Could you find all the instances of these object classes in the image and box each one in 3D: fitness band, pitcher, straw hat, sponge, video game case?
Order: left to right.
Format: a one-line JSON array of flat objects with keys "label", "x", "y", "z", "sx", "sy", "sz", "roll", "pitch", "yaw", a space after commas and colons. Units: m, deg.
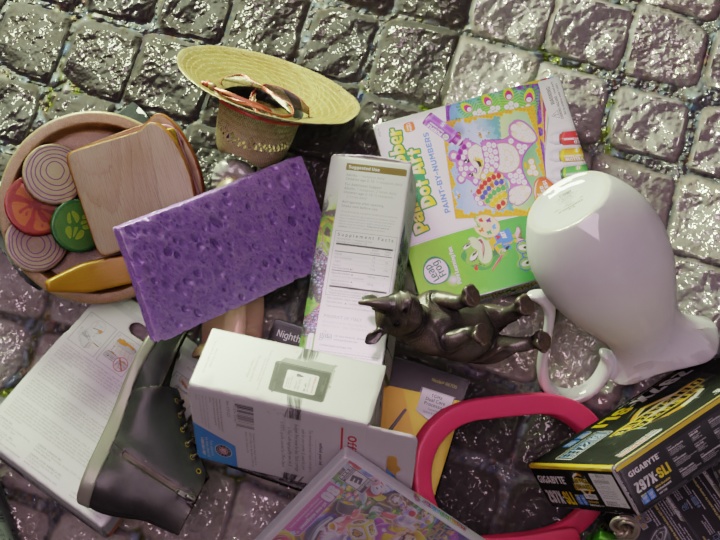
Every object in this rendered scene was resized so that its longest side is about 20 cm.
[{"label": "sponge", "x": -0.125, "y": -0.023, "z": 1.042, "sx": 0.199, "sy": 0.030, "sz": 0.112, "roll": -24, "pitch": 104, "yaw": -27}, {"label": "straw hat", "x": -0.103, "y": -0.148, "z": 1.097, "sx": 0.200, "sy": 0.201, "sz": 0.086, "roll": 23, "pitch": 114, "yaw": 10}, {"label": "video game case", "x": 0.022, "y": 0.254, "z": 0.974, "sx": 0.200, "sy": 0.018, "sz": 0.143, "roll": 36, "pitch": 114, "yaw": -14}, {"label": "fitness band", "x": 0.140, "y": 0.187, "z": 1.016, "sx": 0.199, "sy": 0.037, "sz": 0.145, "roll": -3, "pitch": 81, "yaw": -15}, {"label": "pitcher", "x": 0.212, "y": 0.024, "z": 1.009, "sx": 0.171, "sy": 0.121, "sz": 0.200, "roll": -32, "pitch": 118, "yaw": 9}]

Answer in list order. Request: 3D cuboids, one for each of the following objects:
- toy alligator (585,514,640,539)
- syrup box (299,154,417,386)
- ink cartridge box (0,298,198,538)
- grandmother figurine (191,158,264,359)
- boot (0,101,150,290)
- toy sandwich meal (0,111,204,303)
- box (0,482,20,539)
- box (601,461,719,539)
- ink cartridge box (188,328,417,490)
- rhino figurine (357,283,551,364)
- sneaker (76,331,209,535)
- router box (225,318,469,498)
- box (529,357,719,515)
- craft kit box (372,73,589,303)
[{"label": "toy alligator", "x": 0.209, "y": 0.249, "z": 0.965, "sx": 0.059, "sy": 0.201, "sz": 0.054, "roll": 21, "pitch": 48, "yaw": 8}, {"label": "syrup box", "x": 0.000, "y": 0.000, "z": 1.031, "sx": 0.081, "sy": 0.079, "sz": 0.201, "roll": 6, "pitch": 75, "yaw": 7}, {"label": "ink cartridge box", "x": -0.252, "y": 0.136, "z": 1.099, "sx": 0.162, "sy": 0.050, "sz": 0.200, "roll": 33, "pitch": 64, "yaw": 11}, {"label": "grandmother figurine", "x": -0.123, "y": -0.014, "z": 1.103, "sx": 0.120, "sy": 0.061, "sz": 0.201, "roll": 0, "pitch": 79, "yaw": -9}, {"label": "boot", "x": -0.301, "y": -0.105, "z": 1.135, "sx": 0.200, "sy": 0.066, "sz": 0.165, "roll": -41, "pitch": 86, "yaw": -1}, {"label": "toy sandwich meal", "x": -0.248, "y": -0.061, "z": 1.060, "sx": 0.204, "sy": 0.070, "sz": 0.207, "roll": -1, "pitch": 94, "yaw": -8}, {"label": "box", "x": -0.433, "y": 0.278, "z": 1.043, "sx": 0.199, "sy": 0.105, "sz": 0.185, "roll": -24, "pitch": 77, "yaw": -1}, {"label": "box", "x": 0.334, "y": 0.259, "z": 0.969, "sx": 0.160, "sy": 0.044, "sz": 0.201, "roll": -24, "pitch": 64, "yaw": -15}, {"label": "ink cartridge box", "x": -0.043, "y": 0.130, "z": 0.973, "sx": 0.199, "sy": 0.116, "sz": 0.067, "roll": 12, "pitch": 49, "yaw": 7}, {"label": "rhino figurine", "x": 0.072, "y": 0.046, "z": 0.961, "sx": 0.087, "sy": 0.199, "sz": 0.060, "roll": -17, "pitch": 69, "yaw": 44}, {"label": "sneaker", "x": -0.178, "y": 0.143, "z": 1.042, "sx": 0.106, "sy": 0.075, "sz": 0.201, "roll": 21, "pitch": 70, "yaw": -3}, {"label": "router box", "x": -0.011, "y": 0.148, "z": 1.058, "sx": 0.199, "sy": 0.051, "sz": 0.150, "roll": 16, "pitch": 78, "yaw": 9}, {"label": "box", "x": 0.264, "y": 0.138, "z": 0.955, "sx": 0.199, "sy": 0.160, "sz": 0.050, "roll": -28, "pitch": 88, "yaw": -18}, {"label": "craft kit box", "x": 0.130, "y": -0.074, "z": 1.102, "sx": 0.196, "sy": 0.049, "sz": 0.201, "roll": -16, "pitch": 76, "yaw": 4}]
